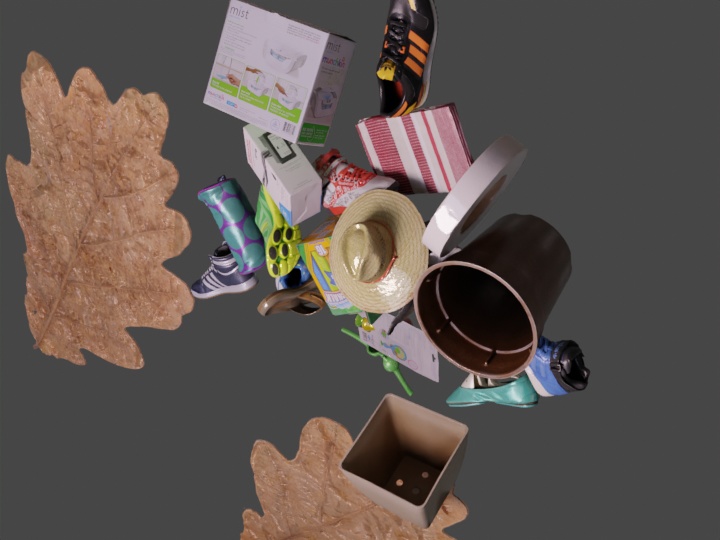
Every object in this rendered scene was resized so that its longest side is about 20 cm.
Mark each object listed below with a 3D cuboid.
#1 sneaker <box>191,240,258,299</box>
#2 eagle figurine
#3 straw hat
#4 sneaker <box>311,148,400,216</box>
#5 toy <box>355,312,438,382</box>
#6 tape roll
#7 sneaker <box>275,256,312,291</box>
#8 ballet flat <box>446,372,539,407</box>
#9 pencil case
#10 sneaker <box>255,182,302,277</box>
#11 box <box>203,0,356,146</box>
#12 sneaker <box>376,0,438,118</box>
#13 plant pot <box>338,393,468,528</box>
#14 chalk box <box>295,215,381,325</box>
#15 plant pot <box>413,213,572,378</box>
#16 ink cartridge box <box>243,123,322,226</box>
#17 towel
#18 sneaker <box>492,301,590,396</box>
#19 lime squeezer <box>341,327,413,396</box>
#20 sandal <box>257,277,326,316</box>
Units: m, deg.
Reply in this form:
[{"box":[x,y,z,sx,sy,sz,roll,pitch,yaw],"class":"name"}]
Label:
[{"box":[-0.325,-0.002,1.696,0.199,0.070,0.109,-8,120,37],"class":"sneaker"},{"box":[0.113,0.012,1.285,0.150,0.151,0.202,0,111,24],"class":"eagle figurine"},{"box":[0.008,-0.030,1.192,0.199,0.085,0.203,1,92,29],"class":"straw hat"},{"box":[-0.022,-0.159,1.297,0.201,0.067,0.109,-6,117,57],"class":"sneaker"},{"box":[0.078,0.123,1.458,0.199,0.047,0.116,22,136,33],"class":"toy"},{"box":[0.164,-0.105,1.085,0.037,0.203,0.203,41,139,11],"class":"tape roll"},{"box":[-0.141,0.011,1.518,0.076,0.105,0.200,47,139,2],"class":"sneaker"},{"box":[0.238,0.212,1.383,0.199,0.067,0.071,-11,89,45],"class":"ballet flat"},{"box":[-0.255,-0.093,1.555,0.092,0.085,0.201,-16,110,30],"class":"pencil case"},{"box":[-0.160,-0.085,1.455,0.083,0.073,0.202,155,113,-64],"class":"sneaker"},{"box":[-0.133,-0.319,1.213,0.199,0.096,0.178,26,106,24],"class":"box"},{"box":[0.061,-0.317,1.098,0.070,0.090,0.201,22,133,27],"class":"sneaker"},{"box":[0.103,0.412,1.564,0.198,0.200,0.178,18,144,30],"class":"plant pot"},{"box":[0.000,0.000,1.373,0.123,0.125,0.201,-11,114,46],"class":"chalk box"},{"box":[0.215,0.023,1.143,0.199,0.198,0.202,23,135,26],"class":"plant pot"},{"box":[-0.147,-0.192,1.333,0.201,0.067,0.116,56,163,18],"class":"ink cartridge box"},{"box":[0.092,-0.191,1.223,0.199,0.023,0.145,1,123,43],"class":"towel"},{"box":[0.299,0.123,1.236,0.201,0.077,0.111,53,145,-12],"class":"sneaker"},{"box":[0.043,0.174,1.546,0.200,0.038,0.071,42,170,6],"class":"lime squeezer"},{"box":[-0.103,0.058,1.453,0.054,0.199,0.081,57,143,22],"class":"sandal"}]
